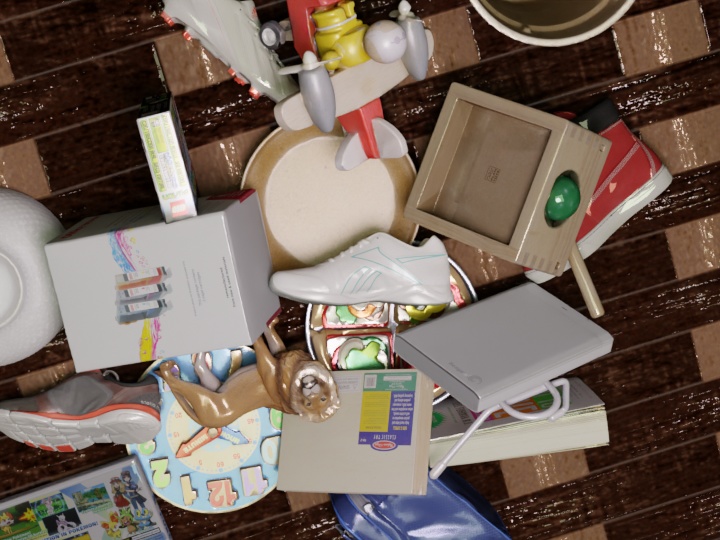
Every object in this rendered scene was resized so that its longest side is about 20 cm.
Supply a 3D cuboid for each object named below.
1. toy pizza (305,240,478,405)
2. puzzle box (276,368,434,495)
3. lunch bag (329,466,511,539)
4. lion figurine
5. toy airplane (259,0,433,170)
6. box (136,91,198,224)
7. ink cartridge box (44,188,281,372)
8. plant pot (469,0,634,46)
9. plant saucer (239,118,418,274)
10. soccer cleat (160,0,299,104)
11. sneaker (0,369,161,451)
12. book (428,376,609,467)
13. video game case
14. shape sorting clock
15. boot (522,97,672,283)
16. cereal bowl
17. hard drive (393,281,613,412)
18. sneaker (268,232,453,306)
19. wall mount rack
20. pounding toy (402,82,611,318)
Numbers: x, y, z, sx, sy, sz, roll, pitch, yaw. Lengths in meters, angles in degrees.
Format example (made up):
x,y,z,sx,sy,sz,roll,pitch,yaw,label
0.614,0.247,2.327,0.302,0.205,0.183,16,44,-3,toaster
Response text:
x,y,z,sx,sy,sz,roll,pitch,yaw,label
0.038,0.063,1.768,0.200,0.032,0.201,0,92,-3,toy pizza
-0.007,0.175,1.705,0.025,0.200,0.133,17,74,-46,puzzle box
0.053,0.275,1.774,0.200,0.136,0.132,41,94,-11,lunch bag
-0.124,0.129,1.723,0.200,0.072,0.123,-21,92,21,lion figurine
-0.001,-0.206,1.642,0.199,0.141,0.200,24,57,-33,toy airplane
-0.199,-0.120,1.635,0.035,0.200,0.110,-15,103,-3,box
-0.206,0.008,1.667,0.200,0.145,0.145,-9,102,12,ink cartridge box
0.182,-0.338,1.642,0.200,0.184,0.201,-1,101,-6,plant pot
-0.033,-0.075,1.737,0.200,0.035,0.201,0,94,-3,plant saucer
-0.123,-0.244,1.685,0.200,0.069,0.078,40,90,-6,soccer cleat
-0.311,0.149,1.753,0.199,0.082,0.077,-1,147,9,sneaker
0.163,0.168,1.767,0.200,0.134,0.048,-10,105,-5,book
-0.313,0.321,1.790,0.200,0.022,0.183,-19,103,7,video game case
-0.166,0.177,1.780,0.199,0.039,0.200,-1,102,-6,shape sorting clock
0.229,-0.093,1.757,0.200,0.072,0.144,-42,100,-3,boot
-0.406,0.013,1.700,0.200,0.083,0.201,-1,102,-6,cereal bowl
0.153,0.077,1.676,0.200,0.132,0.026,-19,130,-36,hard drive
0.000,0.000,1.698,0.200,0.070,0.080,-1,90,-10,sneaker
0.120,0.132,1.693,0.173,0.200,0.075,-19,129,-20,wall mount rack
0.178,-0.074,1.689,0.142,0.200,0.184,14,98,-53,pounding toy
